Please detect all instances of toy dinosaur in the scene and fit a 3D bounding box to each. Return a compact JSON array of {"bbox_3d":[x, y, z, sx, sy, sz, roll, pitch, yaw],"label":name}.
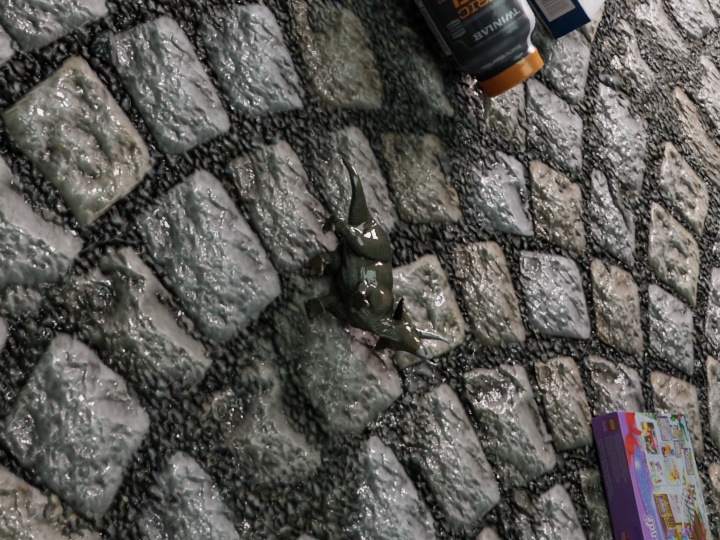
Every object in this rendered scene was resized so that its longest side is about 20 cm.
[{"bbox_3d":[0.000,0.000,1.327,0.102,0.077,0.202,6,63,-59],"label":"toy dinosaur"}]

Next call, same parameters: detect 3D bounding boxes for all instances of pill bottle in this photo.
[{"bbox_3d":[0.118,-0.287,1.550,0.201,0.106,0.106,58,41,-10],"label":"pill bottle"}]

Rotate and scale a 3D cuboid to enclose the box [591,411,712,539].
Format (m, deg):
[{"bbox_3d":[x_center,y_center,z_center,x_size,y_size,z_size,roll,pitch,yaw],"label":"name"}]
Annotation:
[{"bbox_3d":[0.321,0.254,1.567,0.136,0.039,0.202,9,66,-46],"label":"box"}]

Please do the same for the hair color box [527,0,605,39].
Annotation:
[{"bbox_3d":[0.266,-0.379,1.789,0.100,0.060,0.200,53,42,-16],"label":"hair color box"}]
